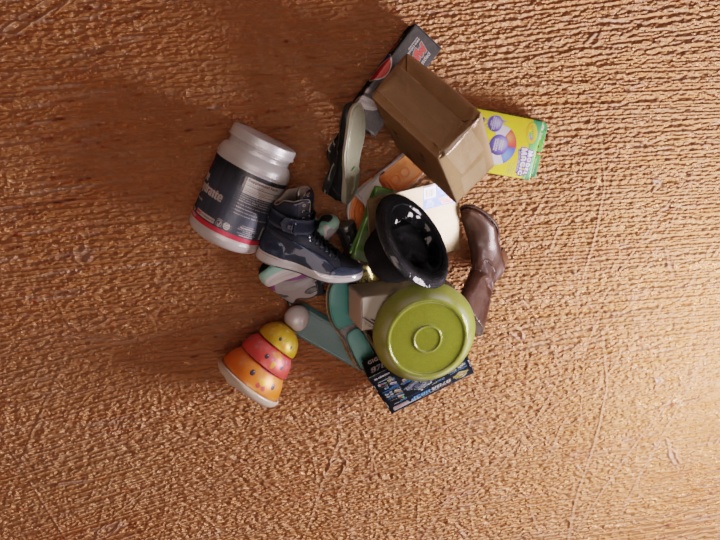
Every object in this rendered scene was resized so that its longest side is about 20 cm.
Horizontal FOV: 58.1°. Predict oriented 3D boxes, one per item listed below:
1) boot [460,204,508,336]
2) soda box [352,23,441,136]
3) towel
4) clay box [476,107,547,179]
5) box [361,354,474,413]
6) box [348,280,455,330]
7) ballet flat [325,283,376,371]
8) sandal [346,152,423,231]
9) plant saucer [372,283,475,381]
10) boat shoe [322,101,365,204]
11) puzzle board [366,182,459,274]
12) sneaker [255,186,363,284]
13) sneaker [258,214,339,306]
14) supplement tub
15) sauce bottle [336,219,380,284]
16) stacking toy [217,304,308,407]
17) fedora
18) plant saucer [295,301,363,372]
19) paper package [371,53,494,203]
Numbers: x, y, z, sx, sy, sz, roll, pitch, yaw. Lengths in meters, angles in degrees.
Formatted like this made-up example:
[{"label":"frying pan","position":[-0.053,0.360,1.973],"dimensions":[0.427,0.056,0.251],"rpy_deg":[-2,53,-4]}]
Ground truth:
[{"label":"boot","position":[0.215,0.003,1.250],"dimensions":[0.187,0.063,0.202],"rpy_deg":[50,55,-31]},{"label":"soda box","position":[0.058,-0.348,1.193],"dimensions":[0.070,0.063,0.201],"rpy_deg":[35,98,-17]},{"label":"towel","position":[0.082,-0.077,1.256],"dimensions":[0.197,0.031,0.152],"rpy_deg":[11,108,-32]},{"label":"clay box","position":[0.271,-0.247,1.263],"dimensions":[0.195,0.048,0.117],"rpy_deg":[7,106,-10]},{"label":"box","position":[0.119,0.194,1.299],"dimensions":[0.197,0.046,0.160],"rpy_deg":[-27,138,4]},{"label":"box","position":[0.079,0.060,1.250],"dimensions":[0.196,0.082,0.070],"rpy_deg":[-6,108,-18]},{"label":"ballet flat","position":[-0.025,0.107,1.299],"dimensions":[0.069,0.071,0.203],"rpy_deg":[-23,104,-1]},{"label":"sandal","position":[0.054,-0.158,1.249],"dimensions":[0.207,0.059,0.079],"rpy_deg":[-45,107,6]},{"label":"plant saucer","position":[0.121,0.121,1.198],"dimensions":[0.195,0.031,0.204],"rpy_deg":[-2,110,-6]},{"label":"boat shoe","position":[-0.035,-0.216,1.186],"dimensions":[0.067,0.072,0.203],"rpy_deg":[27,134,19]},{"label":"puzzle board","position":[0.103,-0.087,1.235],"dimensions":[0.196,0.017,0.154],"rpy_deg":[-17,120,-21]},{"label":"sneaker","position":[-0.074,-0.064,1.152],"dimensions":[0.198,0.077,0.149],"rpy_deg":[14,113,-11]},{"label":"sneaker","position":[-0.088,-0.008,1.265],"dimensions":[0.199,0.078,0.140],"rpy_deg":[-36,112,19]},{"label":"supplement tub","position":[-0.211,-0.147,1.170],"dimensions":[0.138,0.141,0.203],"rpy_deg":[23,102,-14]},{"label":"sauce bottle","position":[0.000,0.000,1.285],"dimensions":[0.064,0.065,0.203],"rpy_deg":[-21,108,-2]},{"label":"stacking toy","position":[-0.173,0.150,1.277],"dimensions":[0.145,0.146,0.202],"rpy_deg":[37,87,-17]},{"label":"fedora","position":[0.071,-0.038,1.161],"dimensions":[0.091,0.202,0.201],"rpy_deg":[-29,112,33]},{"label":"plant saucer","position":[-0.055,0.143,1.344],"dimensions":[0.198,0.019,0.071],"rpy_deg":[31,99,-15]},{"label":"paper package","position":[0.129,-0.242,1.128],"dimensions":[0.103,0.200,0.191],"rpy_deg":[-43,65,2]}]
